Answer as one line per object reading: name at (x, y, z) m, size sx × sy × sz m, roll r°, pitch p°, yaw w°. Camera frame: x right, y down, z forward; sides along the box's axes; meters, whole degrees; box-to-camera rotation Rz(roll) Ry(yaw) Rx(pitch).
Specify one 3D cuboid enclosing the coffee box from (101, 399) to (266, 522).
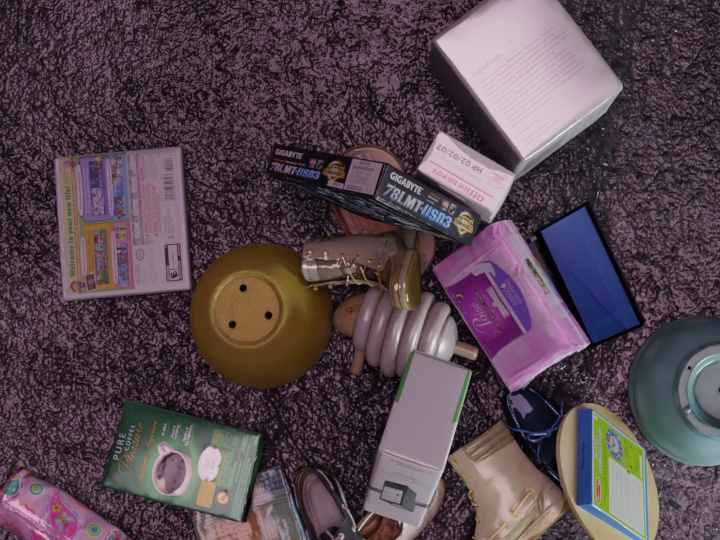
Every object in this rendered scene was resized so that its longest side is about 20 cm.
coffee box at (-0.236, 0.256, 1.628) m, size 0.198 × 0.044 × 0.124 m, roll 12°, pitch 81°, yaw 8°

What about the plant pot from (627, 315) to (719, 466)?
plant pot at (0.455, 0.155, 1.565) m, size 0.198 × 0.134 × 0.202 m, roll 0°, pitch 85°, yaw 4°

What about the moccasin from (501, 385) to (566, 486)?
moccasin at (0.266, 0.230, 1.600) m, size 0.080 × 0.068 × 0.200 m, roll -42°, pitch 84°, yaw -1°

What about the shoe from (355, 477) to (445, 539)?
shoe at (0.036, 0.344, 1.610) m, size 0.200 × 0.053 × 0.070 m, roll -43°, pitch 84°, yaw -1°

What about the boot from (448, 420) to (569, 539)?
boot at (0.156, 0.312, 1.599) m, size 0.200 × 0.073 × 0.156 m, roll -41°, pitch 79°, yaw 7°

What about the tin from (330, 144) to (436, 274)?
tin at (0.029, -0.075, 1.657) m, size 0.111 × 0.042 × 0.201 m, roll -26°, pitch 84°, yaw 5°

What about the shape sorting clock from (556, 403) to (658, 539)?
shape sorting clock at (0.316, 0.267, 1.551) m, size 0.039 × 0.199 × 0.201 m, roll -26°, pitch 83°, yaw 37°

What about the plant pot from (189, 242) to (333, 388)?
plant pot at (-0.140, 0.056, 1.601) m, size 0.198 × 0.142 × 0.202 m, roll 0°, pitch 85°, yaw 4°

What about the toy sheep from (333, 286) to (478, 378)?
toy sheep at (0.059, 0.084, 1.597) m, size 0.198 × 0.138 × 0.139 m, roll 15°, pitch 86°, yaw 8°

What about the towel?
towel at (-0.141, 0.379, 1.634) m, size 0.146 × 0.022 × 0.201 m, roll -19°, pitch 84°, yaw 1°

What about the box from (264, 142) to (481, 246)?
box at (0.016, -0.095, 1.504) m, size 0.198 × 0.199 × 0.050 m, roll 18°, pitch 87°, yaw 44°

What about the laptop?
laptop at (0.243, 0.035, 1.602) m, size 0.199 × 0.103 × 0.178 m, roll -24°, pitch 84°, yaw 1°

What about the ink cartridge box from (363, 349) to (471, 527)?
ink cartridge box at (0.069, 0.216, 1.530) m, size 0.083 × 0.200 × 0.147 m, roll 18°, pitch 59°, yaw 4°

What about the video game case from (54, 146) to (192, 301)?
video game case at (-0.329, -0.065, 1.683) m, size 0.180 × 0.022 × 0.202 m, roll -5°, pitch 85°, yaw 3°

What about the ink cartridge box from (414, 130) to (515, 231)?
ink cartridge box at (0.134, -0.115, 1.572) m, size 0.115 × 0.200 × 0.068 m, roll 30°, pitch 87°, yaw 5°

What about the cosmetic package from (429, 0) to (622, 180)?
cosmetic package at (0.212, -0.255, 1.598) m, size 0.165 × 0.165 × 0.201 m, roll -36°, pitch 85°, yaw -1°

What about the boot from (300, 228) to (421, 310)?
boot at (0.000, 0.000, 1.543) m, size 0.153 × 0.200 × 0.073 m, roll -3°, pitch 112°, yaw 4°

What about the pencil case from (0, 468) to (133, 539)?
pencil case at (-0.397, 0.349, 1.619) m, size 0.199 × 0.087 × 0.088 m, roll 33°, pitch 87°, yaw 6°

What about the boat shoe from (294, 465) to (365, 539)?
boat shoe at (-0.033, 0.342, 1.570) m, size 0.074 × 0.060 × 0.201 m, roll -29°, pitch 57°, yaw 11°

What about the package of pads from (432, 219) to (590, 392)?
package of pads at (0.194, 0.046, 1.579) m, size 0.120 × 0.076 × 0.201 m, roll -37°, pitch 79°, yaw 25°
